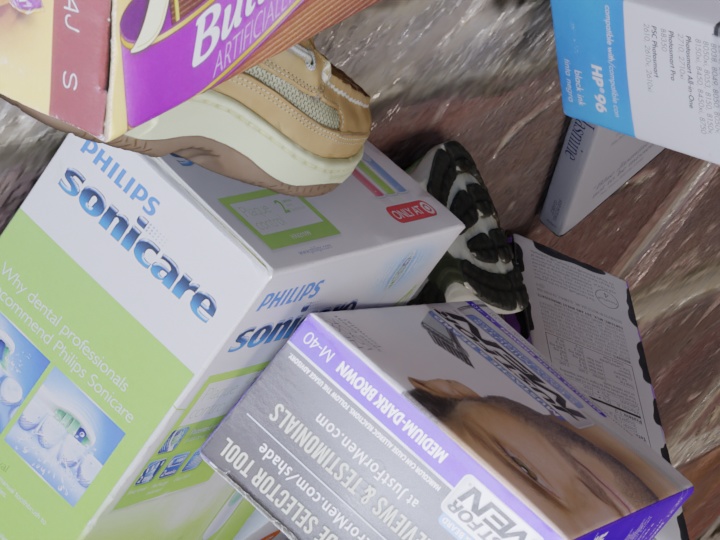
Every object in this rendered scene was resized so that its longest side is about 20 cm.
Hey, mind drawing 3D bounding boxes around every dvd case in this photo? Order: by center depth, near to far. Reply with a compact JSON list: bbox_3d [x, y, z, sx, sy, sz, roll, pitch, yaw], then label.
[{"bbox_3d":[0.151,-0.108,1.262,0.143,0.018,0.200,-39,162,-24],"label":"dvd case"}]

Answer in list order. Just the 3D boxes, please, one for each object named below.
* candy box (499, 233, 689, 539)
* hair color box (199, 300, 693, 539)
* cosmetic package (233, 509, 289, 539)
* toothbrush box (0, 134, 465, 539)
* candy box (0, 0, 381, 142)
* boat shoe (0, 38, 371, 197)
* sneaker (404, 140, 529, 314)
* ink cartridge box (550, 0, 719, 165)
[{"bbox_3d":[0.068,0.112,1.276,0.168,0.072,0.200,-56,-156,30],"label":"candy box"},{"bbox_3d":[0.036,0.067,0.917,0.065,0.109,0.200,-52,167,13],"label":"hair color box"},{"bbox_3d":[-0.037,0.088,1.124,0.151,0.052,0.200,-41,169,31],"label":"cosmetic package"},{"bbox_3d":[-0.077,0.041,0.909,0.200,0.086,0.146,-55,163,20],"label":"toothbrush box"},{"bbox_3d":[-0.013,-0.124,0.682,0.200,0.056,0.117,-32,140,-45],"label":"candy box"},{"bbox_3d":[-0.038,-0.070,0.787,0.076,0.072,0.200,-62,162,8],"label":"boat shoe"},{"bbox_3d":[0.000,0.000,1.088,0.089,0.077,0.200,-20,178,25],"label":"sneaker"},{"bbox_3d":[0.188,-0.087,1.067,0.116,0.200,0.068,-36,132,-34],"label":"ink cartridge box"}]
